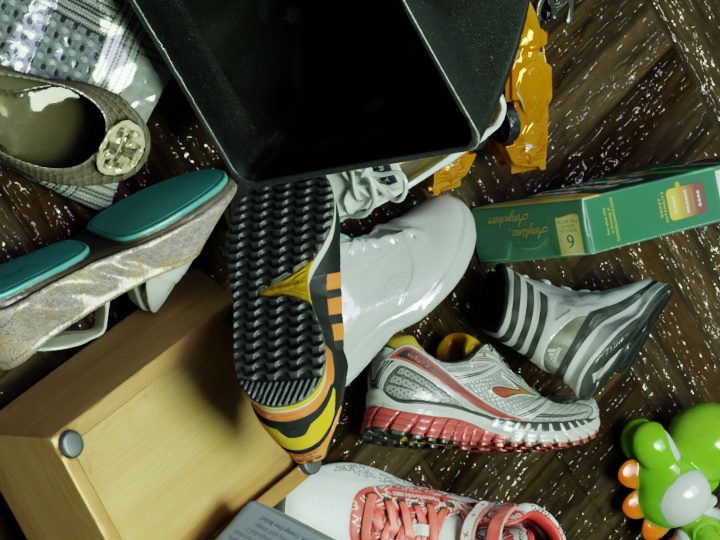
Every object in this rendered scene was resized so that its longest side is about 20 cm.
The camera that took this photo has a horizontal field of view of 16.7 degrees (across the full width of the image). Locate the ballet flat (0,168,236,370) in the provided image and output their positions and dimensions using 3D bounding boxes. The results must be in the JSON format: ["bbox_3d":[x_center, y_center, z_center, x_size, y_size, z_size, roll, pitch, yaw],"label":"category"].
[{"bbox_3d":[-0.159,0.002,1.529,0.200,0.068,0.067,-27,119,-24],"label":"ballet flat"}]

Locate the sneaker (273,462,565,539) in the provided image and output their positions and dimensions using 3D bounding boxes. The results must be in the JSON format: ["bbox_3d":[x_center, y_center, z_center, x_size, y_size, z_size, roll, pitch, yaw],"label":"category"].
[{"bbox_3d":[0.046,0.171,1.651,0.201,0.108,0.067,20,75,-36],"label":"sneaker"}]

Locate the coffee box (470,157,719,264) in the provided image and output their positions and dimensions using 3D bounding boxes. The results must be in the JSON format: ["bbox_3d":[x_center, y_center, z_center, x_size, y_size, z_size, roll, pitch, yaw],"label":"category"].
[{"bbox_3d":[0.192,-0.046,1.777,0.200,0.123,0.044,-14,97,-37],"label":"coffee box"}]

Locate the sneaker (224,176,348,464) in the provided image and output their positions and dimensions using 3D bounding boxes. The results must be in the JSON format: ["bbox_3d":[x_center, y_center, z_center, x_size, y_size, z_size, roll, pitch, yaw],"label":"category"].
[{"bbox_3d":[-0.043,0.030,1.535,0.090,0.070,0.200,75,11,-46],"label":"sneaker"}]

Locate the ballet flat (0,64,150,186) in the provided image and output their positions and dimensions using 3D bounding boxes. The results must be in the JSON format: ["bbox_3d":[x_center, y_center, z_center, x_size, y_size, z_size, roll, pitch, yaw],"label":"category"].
[{"bbox_3d":[-0.206,-0.095,1.472,0.200,0.046,0.068,22,93,-37],"label":"ballet flat"}]

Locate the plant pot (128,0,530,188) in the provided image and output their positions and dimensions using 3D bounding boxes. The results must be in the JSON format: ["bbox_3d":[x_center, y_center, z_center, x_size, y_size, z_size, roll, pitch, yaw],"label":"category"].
[{"bbox_3d":[-0.007,-0.193,1.509,0.200,0.199,0.178,59,45,-24],"label":"plant pot"}]

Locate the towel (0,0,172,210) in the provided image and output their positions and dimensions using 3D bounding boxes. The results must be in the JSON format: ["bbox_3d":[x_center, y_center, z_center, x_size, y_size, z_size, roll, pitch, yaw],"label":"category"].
[{"bbox_3d":[-0.184,-0.159,1.509,0.192,0.035,0.200,29,85,-34],"label":"towel"}]

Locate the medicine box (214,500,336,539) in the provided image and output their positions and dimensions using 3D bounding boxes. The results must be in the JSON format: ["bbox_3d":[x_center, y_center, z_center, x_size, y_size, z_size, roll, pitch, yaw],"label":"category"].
[{"bbox_3d":[-0.065,0.281,1.504,0.200,0.103,0.182,-48,138,-24],"label":"medicine box"}]

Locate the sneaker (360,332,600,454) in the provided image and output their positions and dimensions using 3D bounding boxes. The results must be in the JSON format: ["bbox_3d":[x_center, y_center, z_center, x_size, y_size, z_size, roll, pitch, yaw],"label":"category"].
[{"bbox_3d":[0.091,0.085,1.714,0.200,0.078,0.082,9,78,-39],"label":"sneaker"}]

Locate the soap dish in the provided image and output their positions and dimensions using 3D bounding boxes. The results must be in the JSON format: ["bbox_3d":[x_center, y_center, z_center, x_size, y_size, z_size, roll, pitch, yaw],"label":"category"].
[{"bbox_3d":[-0.126,0.114,1.536,0.200,0.081,0.158,-38,110,-35],"label":"soap dish"}]

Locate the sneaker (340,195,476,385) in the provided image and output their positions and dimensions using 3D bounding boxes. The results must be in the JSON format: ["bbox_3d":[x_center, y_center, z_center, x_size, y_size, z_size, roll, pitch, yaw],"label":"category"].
[{"bbox_3d":[0.000,0.000,1.646,0.200,0.075,0.089,-46,119,-30],"label":"sneaker"}]

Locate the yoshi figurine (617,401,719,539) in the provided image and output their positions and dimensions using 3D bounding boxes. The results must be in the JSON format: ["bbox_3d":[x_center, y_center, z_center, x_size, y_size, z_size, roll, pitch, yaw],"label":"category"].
[{"bbox_3d":[0.274,0.181,1.844,0.200,0.112,0.112,58,40,-17],"label":"yoshi figurine"}]

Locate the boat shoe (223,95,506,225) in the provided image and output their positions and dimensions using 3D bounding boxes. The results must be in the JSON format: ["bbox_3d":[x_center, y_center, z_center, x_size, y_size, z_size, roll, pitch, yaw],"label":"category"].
[{"bbox_3d":[0.008,-0.071,1.609,0.202,0.086,0.075,-24,110,-9],"label":"boat shoe"}]

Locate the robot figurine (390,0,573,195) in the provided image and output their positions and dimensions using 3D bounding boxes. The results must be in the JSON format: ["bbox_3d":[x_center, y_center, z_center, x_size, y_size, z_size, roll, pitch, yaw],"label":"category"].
[{"bbox_3d":[0.077,-0.159,1.691,0.145,0.058,0.201,-14,114,-28],"label":"robot figurine"}]

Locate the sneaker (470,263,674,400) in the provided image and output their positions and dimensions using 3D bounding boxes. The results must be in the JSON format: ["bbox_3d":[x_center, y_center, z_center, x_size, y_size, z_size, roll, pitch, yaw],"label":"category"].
[{"bbox_3d":[0.151,0.022,1.769,0.076,0.115,0.200,-63,166,19],"label":"sneaker"}]

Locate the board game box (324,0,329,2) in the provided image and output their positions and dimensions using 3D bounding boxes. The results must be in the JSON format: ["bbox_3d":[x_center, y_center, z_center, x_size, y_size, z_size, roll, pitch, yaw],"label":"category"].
[{"bbox_3d":[-0.055,-0.244,1.607,0.134,0.034,0.200,39,83,-27],"label":"board game box"}]
